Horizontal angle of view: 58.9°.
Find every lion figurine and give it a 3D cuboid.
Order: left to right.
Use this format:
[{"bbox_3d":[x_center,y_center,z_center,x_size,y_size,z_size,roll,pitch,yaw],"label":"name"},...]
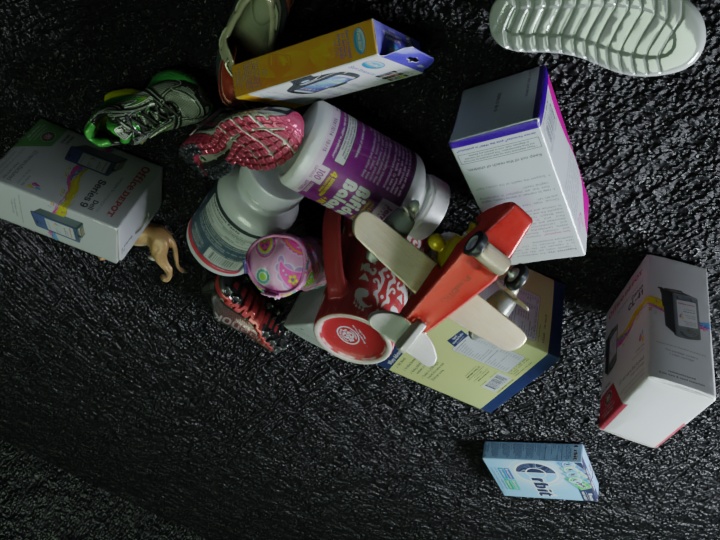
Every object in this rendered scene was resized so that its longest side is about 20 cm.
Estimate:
[{"bbox_3d":[-0.376,-0.061,1.065,0.199,0.073,0.123,15,130,-18],"label":"lion figurine"}]

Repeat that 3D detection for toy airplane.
[{"bbox_3d":[0.099,0.011,0.751,0.198,0.141,0.201,-3,122,8],"label":"toy airplane"}]

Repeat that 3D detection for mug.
[{"bbox_3d":[-0.004,0.006,0.877,0.177,0.201,0.133,31,140,-15],"label":"mug"}]

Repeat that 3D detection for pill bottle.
[{"bbox_3d":[-0.156,-0.085,0.896,0.119,0.120,0.200,33,139,-17],"label":"pill bottle"},{"bbox_3d":[0.009,-0.115,0.792,0.199,0.113,0.112,25,142,-21],"label":"pill bottle"}]

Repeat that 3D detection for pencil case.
[{"bbox_3d":[-0.090,-0.008,0.870,0.087,0.088,0.200,12,-176,8],"label":"pencil case"}]

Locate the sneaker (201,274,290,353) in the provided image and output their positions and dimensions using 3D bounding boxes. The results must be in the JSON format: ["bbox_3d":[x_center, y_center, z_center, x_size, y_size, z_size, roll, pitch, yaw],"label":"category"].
[{"bbox_3d":[-0.208,0.077,1.146,0.098,0.071,0.201,-14,128,34],"label":"sneaker"}]

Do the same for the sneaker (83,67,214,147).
[{"bbox_3d":[-0.277,-0.200,0.839,0.199,0.085,0.078,-9,133,29],"label":"sneaker"}]

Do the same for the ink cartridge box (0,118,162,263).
[{"bbox_3d":[-0.414,-0.118,0.941,0.199,0.146,0.088,23,139,-3],"label":"ink cartridge box"}]

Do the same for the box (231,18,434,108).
[{"bbox_3d":[-0.025,-0.221,0.691,0.199,0.119,0.042,-9,93,28],"label":"box"}]

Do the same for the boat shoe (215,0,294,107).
[{"bbox_3d":[-0.128,-0.255,0.733,0.071,0.063,0.200,26,142,-12],"label":"boat shoe"}]

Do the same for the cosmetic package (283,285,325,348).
[{"bbox_3d":[-0.047,0.081,1.026,0.101,0.074,0.200,30,166,-13],"label":"cosmetic package"}]

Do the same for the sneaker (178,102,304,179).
[{"bbox_3d":[-0.142,-0.169,0.765,0.199,0.075,0.081,1,145,42],"label":"sneaker"}]

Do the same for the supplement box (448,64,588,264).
[{"bbox_3d":[0.190,-0.112,0.738,0.103,0.102,0.200,-10,133,31],"label":"supplement box"}]

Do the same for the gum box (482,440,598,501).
[{"bbox_3d":[0.375,0.416,1.325,0.199,0.045,0.170,-6,134,29],"label":"gum box"}]

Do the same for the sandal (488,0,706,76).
[{"bbox_3d":[0.227,-0.244,0.617,0.202,0.050,0.083,19,128,21],"label":"sandal"}]

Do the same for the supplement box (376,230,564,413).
[{"bbox_3d":[0.160,0.083,0.950,0.199,0.135,0.200,24,141,-6],"label":"supplement box"}]

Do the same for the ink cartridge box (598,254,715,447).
[{"bbox_3d":[0.382,0.104,0.834,0.085,0.201,0.148,16,141,5],"label":"ink cartridge box"}]
